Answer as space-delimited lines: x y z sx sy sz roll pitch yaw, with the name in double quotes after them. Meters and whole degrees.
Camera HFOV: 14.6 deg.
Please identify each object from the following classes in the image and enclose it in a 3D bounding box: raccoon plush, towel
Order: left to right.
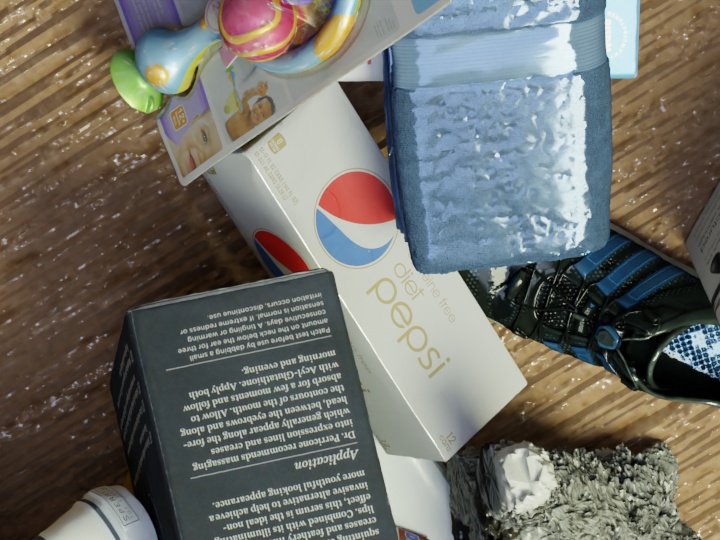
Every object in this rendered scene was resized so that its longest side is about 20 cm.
0.066 -0.102 1.358 0.111 0.049 0.202 -4 110 0 "towel"
0.125 0.128 1.449 0.133 0.200 0.098 -9 86 -9 "raccoon plush"

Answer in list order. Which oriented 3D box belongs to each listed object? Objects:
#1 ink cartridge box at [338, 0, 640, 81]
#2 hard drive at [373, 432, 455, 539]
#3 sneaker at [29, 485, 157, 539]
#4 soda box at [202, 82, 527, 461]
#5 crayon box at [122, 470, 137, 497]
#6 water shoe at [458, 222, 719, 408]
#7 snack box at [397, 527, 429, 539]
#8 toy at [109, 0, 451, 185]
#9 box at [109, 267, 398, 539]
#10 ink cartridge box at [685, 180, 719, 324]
0.038 -0.157 1.398 0.198 0.068 0.117 -1 110 -2 "ink cartridge box"
-0.007 0.146 1.531 0.131 0.027 0.201 -31 109 9 "hard drive"
-0.137 0.197 1.408 0.070 0.073 0.201 -23 127 -26 "sneaker"
0.000 0.000 1.444 0.068 0.064 0.201 -41 110 -24 "soda box"
-0.087 0.183 1.505 0.126 0.051 0.201 20 117 -2 "crayon box"
0.139 0.021 1.463 0.199 0.079 0.072 16 109 -8 "water shoe"
-0.014 0.239 1.512 0.024 0.072 0.201 24 108 -9 "snack box"
-0.054 -0.134 1.344 0.200 0.047 0.116 -33 72 41 "toy"
-0.049 0.121 1.383 0.106 0.148 0.201 -11 77 -11 "box"
0.244 -0.020 1.388 0.084 0.200 0.147 25 107 -12 "ink cartridge box"
